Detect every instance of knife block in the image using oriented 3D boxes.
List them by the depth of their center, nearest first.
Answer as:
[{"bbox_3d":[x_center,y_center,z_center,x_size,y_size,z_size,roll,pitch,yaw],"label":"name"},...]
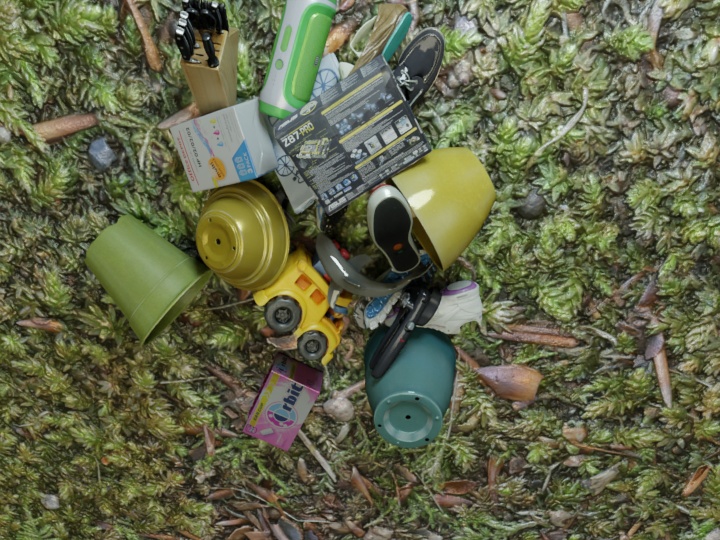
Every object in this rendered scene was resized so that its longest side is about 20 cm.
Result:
[{"bbox_3d":[-0.243,-0.321,0.985,0.062,0.177,0.205,10,119,1],"label":"knife block"}]

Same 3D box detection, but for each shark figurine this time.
[{"bbox_3d":[0.015,0.017,1.110,0.208,0.090,0.132,11,92,-3],"label":"shark figurine"}]

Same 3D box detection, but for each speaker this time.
[{"bbox_3d":[-0.099,-0.341,0.990,0.086,0.089,0.205,17,104,-4],"label":"speaker"}]

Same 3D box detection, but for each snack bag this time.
[{"bbox_3d":[-0.076,-0.227,1.047,0.186,0.021,0.204,-31,80,14],"label":"snack bag"}]

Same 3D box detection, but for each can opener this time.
[{"bbox_3d":[0.074,0.114,1.152,0.077,0.064,0.203,30,102,-12],"label":"can opener"}]

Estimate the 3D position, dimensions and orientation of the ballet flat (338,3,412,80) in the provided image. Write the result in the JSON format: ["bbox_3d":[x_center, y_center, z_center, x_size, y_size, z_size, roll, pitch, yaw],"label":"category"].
[{"bbox_3d":[0.008,-0.331,0.990,0.071,0.068,0.204,27,91,17],"label":"ballet flat"}]

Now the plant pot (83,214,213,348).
[{"bbox_3d":[-0.409,0.004,1.184,0.190,0.201,0.200,44,115,-5],"label":"plant pot"}]

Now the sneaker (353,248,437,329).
[{"bbox_3d":[0.059,0.025,1.202,0.198,0.087,0.076,-38,103,-3],"label":"sneaker"}]

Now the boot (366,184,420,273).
[{"bbox_3d":[0.037,-0.105,1.030,0.071,0.147,0.201,-22,148,2],"label":"boot"}]

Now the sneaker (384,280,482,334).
[{"bbox_3d":[0.143,0.091,1.218,0.194,0.075,0.102,-16,110,14],"label":"sneaker"}]

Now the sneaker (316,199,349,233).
[{"bbox_3d":[-0.054,-0.170,1.105,0.071,0.071,0.206,20,111,34],"label":"sneaker"}]

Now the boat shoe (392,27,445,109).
[{"bbox_3d":[0.076,-0.297,1.029,0.071,0.063,0.202,30,117,-10],"label":"boat shoe"}]

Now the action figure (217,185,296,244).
[{"bbox_3d":[-0.203,-0.086,1.171,0.199,0.070,0.130,-42,100,19],"label":"action figure"}]

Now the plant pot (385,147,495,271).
[{"bbox_3d":[0.143,-0.124,1.059,0.140,0.200,0.203,-33,112,0],"label":"plant pot"}]

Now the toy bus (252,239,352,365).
[{"bbox_3d":[-0.081,0.046,1.204,0.191,0.136,0.200,-42,110,7],"label":"toy bus"}]

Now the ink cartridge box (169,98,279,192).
[{"bbox_3d":[-0.244,-0.204,1.063,0.195,0.068,0.118,-6,110,35],"label":"ink cartridge box"}]

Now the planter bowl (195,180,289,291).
[{"bbox_3d":[-0.227,-0.056,1.098,0.195,0.083,0.207,6,103,26],"label":"planter bowl"}]

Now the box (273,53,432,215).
[{"bbox_3d":[-0.010,-0.200,0.958,0.197,0.050,0.162,-30,127,11],"label":"box"}]

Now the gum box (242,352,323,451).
[{"bbox_3d":[-0.171,0.291,1.365,0.111,0.067,0.203,24,118,-8],"label":"gum box"}]

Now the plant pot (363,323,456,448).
[{"bbox_3d":[0.095,0.232,1.238,0.193,0.189,0.206,3,118,5],"label":"plant pot"}]
